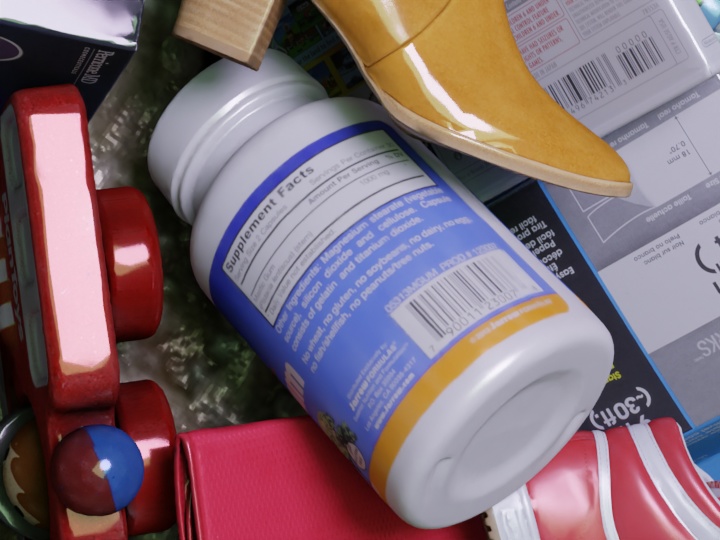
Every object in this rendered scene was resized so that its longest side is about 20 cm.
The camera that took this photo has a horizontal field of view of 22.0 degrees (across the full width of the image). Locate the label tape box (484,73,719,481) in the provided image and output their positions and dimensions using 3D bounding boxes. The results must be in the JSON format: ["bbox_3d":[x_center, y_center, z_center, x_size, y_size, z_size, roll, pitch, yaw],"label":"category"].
[{"bbox_3d":[0.157,0.023,0.825,0.200,0.144,0.063,58,28,-2],"label":"label tape box"}]

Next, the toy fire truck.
[{"bbox_3d":[-0.123,0.040,0.723,0.112,0.168,0.200,-5,85,-17],"label":"toy fire truck"}]

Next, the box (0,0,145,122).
[{"bbox_3d":[-0.164,-0.107,0.714,0.141,0.200,0.079,8,79,-15],"label":"box"}]

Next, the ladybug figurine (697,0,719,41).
[{"bbox_3d":[0.139,-0.137,0.878,0.200,0.072,0.136,43,74,-7],"label":"ladybug figurine"}]

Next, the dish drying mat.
[{"bbox_3d":[0.005,0.097,0.792,0.200,0.018,0.077,-4,86,-42],"label":"dish drying mat"}]

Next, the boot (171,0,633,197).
[{"bbox_3d":[0.037,-0.123,0.719,0.201,0.071,0.144,23,93,-3],"label":"boot"}]

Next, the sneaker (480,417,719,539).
[{"bbox_3d":[0.125,0.160,0.806,0.112,0.071,0.200,-17,104,0],"label":"sneaker"}]

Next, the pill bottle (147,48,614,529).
[{"bbox_3d":[0.000,0.000,0.766,0.112,0.112,0.200,-33,61,-18],"label":"pill bottle"}]

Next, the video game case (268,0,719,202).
[{"bbox_3d":[0.031,-0.121,0.789,0.023,0.200,0.182,-33,93,-50],"label":"video game case"}]
